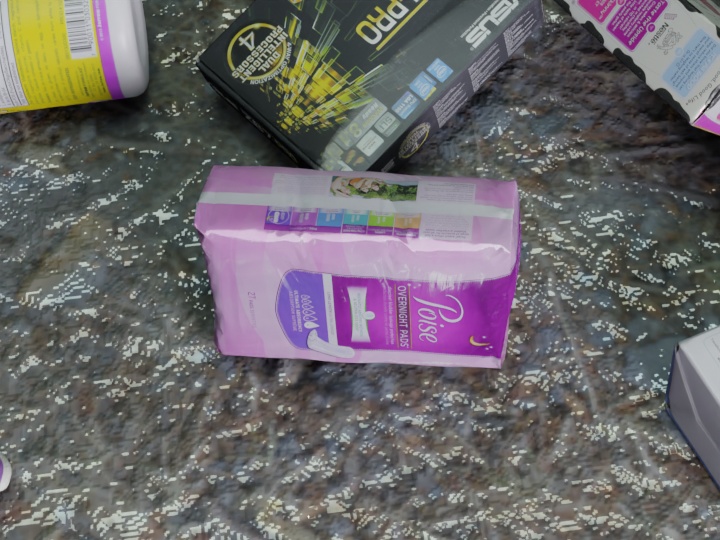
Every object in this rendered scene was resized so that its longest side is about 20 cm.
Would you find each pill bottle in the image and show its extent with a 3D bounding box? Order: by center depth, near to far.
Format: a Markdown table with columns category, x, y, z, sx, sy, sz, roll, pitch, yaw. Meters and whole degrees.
| category | x | y | z | sx | sy | sz | roll | pitch | yaw |
| --- | --- | --- | --- | --- | --- | --- | --- | --- | --- |
| pill bottle | -0.257 | -0.166 | 1.061 | 0.198 | 0.105 | 0.105 | -7 | 55 | -1 |

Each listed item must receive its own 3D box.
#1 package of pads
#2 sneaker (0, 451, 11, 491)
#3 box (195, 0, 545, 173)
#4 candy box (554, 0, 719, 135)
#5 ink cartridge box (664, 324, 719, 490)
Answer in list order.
| category | x | y | z | sx | sy | sz | roll | pitch | yaw |
| --- | --- | --- | --- | --- | --- | --- | --- | --- | --- |
| package of pads | 0.000 | 0.000 | 0.922 | 0.198 | 0.121 | 0.076 | 3 | 50 | 6 |
| sneaker | -0.305 | 0.094 | 0.898 | 0.199 | 0.084 | 0.081 | 25 | 61 | 18 |
| box | 0.006 | -0.163 | 1.044 | 0.200 | 0.049 | 0.161 | -45 | 69 | -6 |
| candy box | 0.207 | -0.172 | 1.020 | 0.200 | 0.136 | 0.061 | 48 | 113 | 30 |
| ink cartridge box | 0.303 | 0.076 | 0.879 | 0.198 | 0.077 | 0.137 | -23 | 58 | -10 |
